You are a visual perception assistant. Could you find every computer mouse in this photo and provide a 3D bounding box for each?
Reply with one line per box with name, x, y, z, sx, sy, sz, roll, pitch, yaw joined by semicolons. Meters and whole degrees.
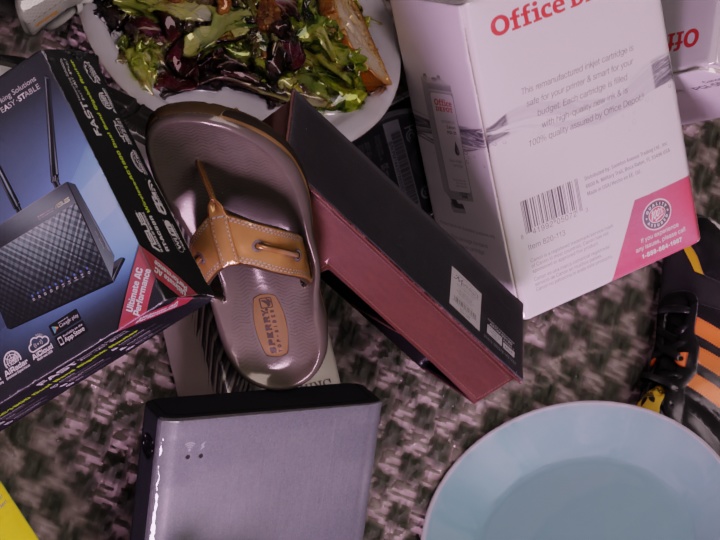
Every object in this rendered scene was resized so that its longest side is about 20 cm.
computer mouse;0.061;-0.057;1.842;0.199;0.046;0.141;-31;114;-26

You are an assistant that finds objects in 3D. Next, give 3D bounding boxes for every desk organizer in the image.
desk organizer;0.000;0.000;1.687;0.200;0.077;0.072;42;29;-25

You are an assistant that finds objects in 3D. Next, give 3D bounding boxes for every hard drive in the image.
hard drive;-0.066;0.166;1.691;0.139;0.033;0.201;-4;113;-29

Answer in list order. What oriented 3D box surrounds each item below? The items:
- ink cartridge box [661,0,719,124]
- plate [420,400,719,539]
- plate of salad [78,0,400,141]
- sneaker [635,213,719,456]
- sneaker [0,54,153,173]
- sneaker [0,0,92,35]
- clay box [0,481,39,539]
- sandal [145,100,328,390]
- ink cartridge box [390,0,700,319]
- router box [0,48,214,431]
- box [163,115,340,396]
ink cartridge box;0.215;-0.200;1.881;0.083;0.146;0.201;17;75;-33
plate;0.135;0.168;1.793;0.200;0.199;0.026;-52;151;-24
plate of salad;-0.067;-0.150;1.740;0.199;0.048;0.201;12;50;-15
sneaker;0.209;0.066;1.882;0.090;0.070;0.201;-8;88;-32
sneaker;-0.196;-0.057;1.661;0.199;0.076;0.116;21;102;4
sneaker;-0.155;-0.172;1.667;0.199;0.076;0.092;-6;54;12
clay box;-0.232;0.174;1.641;0.115;0.048;0.201;-38;101;-28
sandal;-0.064;-0.005;1.607;0.055;0.081;0.201;-81;164;-51
ink cartridge box;0.113;-0.092;1.791;0.146;0.083;0.201;-22;111;-29
router box;-0.196;-0.003;1.577;0.150;0.199;0.062;62;19;11
box;-0.071;0.016;1.739;0.082;0.068;0.201;-14;88;-30
